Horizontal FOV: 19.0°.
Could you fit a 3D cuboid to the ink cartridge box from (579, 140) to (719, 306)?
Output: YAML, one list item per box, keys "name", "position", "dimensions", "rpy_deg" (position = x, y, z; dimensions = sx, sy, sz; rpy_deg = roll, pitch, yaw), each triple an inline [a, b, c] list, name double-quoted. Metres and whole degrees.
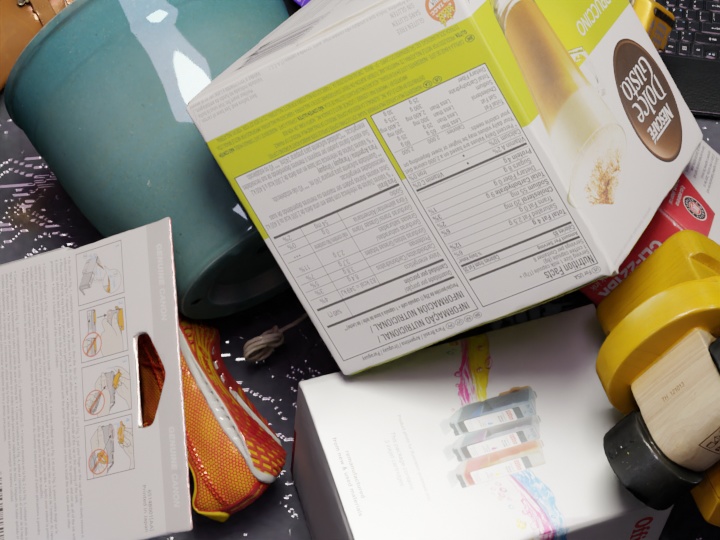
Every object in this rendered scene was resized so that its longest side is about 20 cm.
- name: "ink cartridge box"
  position: [0.244, 0.018, 1.388]
  dimensions: [0.200, 0.084, 0.144]
  rpy_deg: [40, 28, -4]

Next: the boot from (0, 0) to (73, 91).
- name: "boot"
  position: [-0.244, -0.163, 1.541]
  dimensions: [0.155, 0.077, 0.200]
  rpy_deg: [-13, 56, -15]

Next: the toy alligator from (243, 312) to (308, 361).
- name: "toy alligator"
  position: [0.000, 0.000, 1.464]
  dimensions: [0.200, 0.059, 0.054]
  rpy_deg: [-23, 65, -15]

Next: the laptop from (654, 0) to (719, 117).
- name: "laptop"
  position: [0.212, -0.228, 1.577]
  dimensions: [0.177, 0.103, 0.200]
  rpy_deg: [7, 61, 1]

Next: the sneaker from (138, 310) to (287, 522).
- name: "sneaker"
  position: [-0.122, 0.075, 1.411]
  dimensions: [0.077, 0.073, 0.200]
  rpy_deg: [-40, 52, 15]

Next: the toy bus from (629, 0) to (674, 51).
- name: "toy bus"
  position: [0.118, -0.185, 1.535]
  dimensions: [0.200, 0.065, 0.078]
  rpy_deg: [21, 92, 22]

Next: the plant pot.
- name: "plant pot"
  position: [-0.101, -0.079, 1.413]
  dimensions: [0.200, 0.200, 0.188]
  rpy_deg: [-27, 72, -17]

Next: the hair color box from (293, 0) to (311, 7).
- name: "hair color box"
  position: [0.056, -0.170, 1.458]
  dimensions: [0.200, 0.065, 0.109]
  rpy_deg: [39, 41, 11]

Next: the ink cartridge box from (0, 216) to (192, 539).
- name: "ink cartridge box"
  position: [-0.171, 0.083, 1.347]
  dimensions: [0.176, 0.045, 0.200]
  rpy_deg: [-14, 71, 28]

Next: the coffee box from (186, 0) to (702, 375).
- name: "coffee box"
  position: [0.057, -0.087, 1.296]
  dimensions: [0.198, 0.200, 0.200]
  rpy_deg: [59, 34, -12]

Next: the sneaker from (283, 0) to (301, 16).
- name: "sneaker"
  position: [-0.015, -0.119, 1.496]
  dimensions: [0.081, 0.074, 0.200]
  rpy_deg: [5, 53, -24]

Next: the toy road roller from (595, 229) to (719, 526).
- name: "toy road roller"
  position: [0.226, 0.063, 1.281]
  dimensions: [0.200, 0.123, 0.146]
  rpy_deg: [22, 35, -39]

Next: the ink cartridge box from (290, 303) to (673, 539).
- name: "ink cartridge box"
  position: [0.073, 0.134, 1.346]
  dimensions: [0.200, 0.145, 0.145]
  rpy_deg: [-14, 63, -11]
